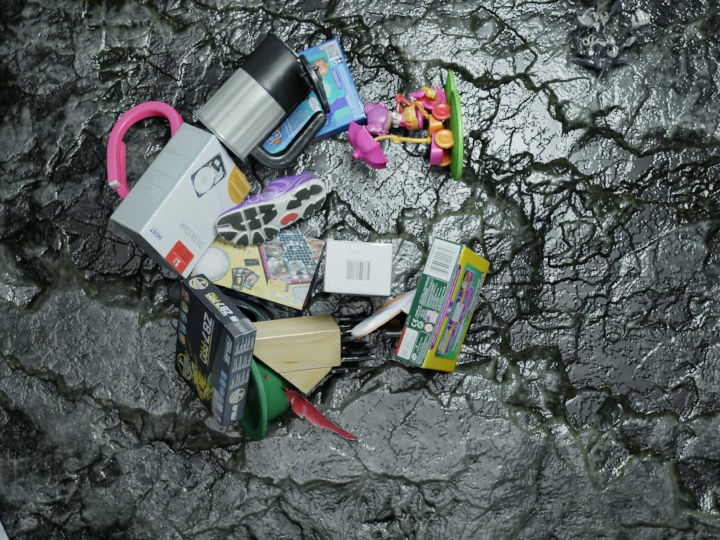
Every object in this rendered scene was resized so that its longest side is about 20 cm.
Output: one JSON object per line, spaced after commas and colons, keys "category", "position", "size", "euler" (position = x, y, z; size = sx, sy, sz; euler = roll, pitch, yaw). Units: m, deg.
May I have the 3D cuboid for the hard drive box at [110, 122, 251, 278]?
{"category": "hard drive box", "position": [-0.290, -0.113, 1.310], "size": [0.077, 0.156, 0.200], "euler": [25, 74, 28]}

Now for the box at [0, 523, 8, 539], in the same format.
{"category": "box", "position": [-0.723, 0.504, 1.325], "size": [0.200, 0.184, 0.105], "euler": [-30, 85, 2]}

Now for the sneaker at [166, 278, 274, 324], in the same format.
{"category": "sneaker", "position": [-0.244, 0.060, 1.369], "size": [0.199, 0.079, 0.076], "euler": [19, 89, 5]}

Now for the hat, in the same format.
{"category": "hat", "position": [-0.122, 0.195, 1.368], "size": [0.176, 0.166, 0.201], "euler": [-13, 112, -28]}

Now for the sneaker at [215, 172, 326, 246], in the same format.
{"category": "sneaker", "position": [-0.157, -0.109, 1.364], "size": [0.200, 0.081, 0.083], "euler": [-25, 41, -18]}

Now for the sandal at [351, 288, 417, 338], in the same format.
{"category": "sandal", "position": [0.055, 0.086, 1.302], "size": [0.079, 0.207, 0.059], "euler": [-27, 92, 37]}

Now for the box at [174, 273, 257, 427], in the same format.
{"category": "box", "position": [-0.241, 0.130, 1.296], "size": [0.161, 0.049, 0.200], "euler": [40, 132, 32]}

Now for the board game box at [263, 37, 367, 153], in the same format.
{"category": "board game box", "position": [-0.105, -0.298, 1.392], "size": [0.199, 0.045, 0.153], "euler": [-21, 87, 1]}

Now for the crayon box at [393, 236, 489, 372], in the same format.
{"category": "crayon box", "position": [0.137, 0.060, 1.296], "size": [0.058, 0.172, 0.201], "euler": [19, 89, 23]}

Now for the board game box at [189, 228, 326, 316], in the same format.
{"category": "board game box", "position": [-0.174, -0.014, 1.367], "size": [0.199, 0.035, 0.136], "euler": [17, 67, 4]}

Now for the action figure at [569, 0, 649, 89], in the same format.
{"category": "action figure", "position": [0.413, -0.415, 1.340], "size": [0.118, 0.102, 0.201], "euler": [-3, 86, -8]}

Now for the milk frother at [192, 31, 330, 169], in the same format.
{"category": "milk frother", "position": [-0.150, -0.265, 1.272], "size": [0.180, 0.200, 0.188], "euler": [43, 91, 1]}

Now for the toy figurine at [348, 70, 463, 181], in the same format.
{"category": "toy figurine", "position": [0.070, -0.243, 1.332], "size": [0.183, 0.150, 0.201], "euler": [-2, 65, 0]}

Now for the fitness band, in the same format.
{"category": "fitness band", "position": [-0.369, -0.204, 1.377], "size": [0.143, 0.037, 0.201], "euler": [-17, 63, 13]}

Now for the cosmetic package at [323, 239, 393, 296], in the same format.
{"category": "cosmetic package", "position": [0.000, 0.000, 1.296], "size": [0.107, 0.200, 0.085], "euler": [3, 89, 1]}

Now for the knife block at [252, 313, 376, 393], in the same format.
{"category": "knife block", "position": [-0.071, 0.107, 1.324], "size": [0.176, 0.064, 0.200], "euler": [-47, 116, 4]}
